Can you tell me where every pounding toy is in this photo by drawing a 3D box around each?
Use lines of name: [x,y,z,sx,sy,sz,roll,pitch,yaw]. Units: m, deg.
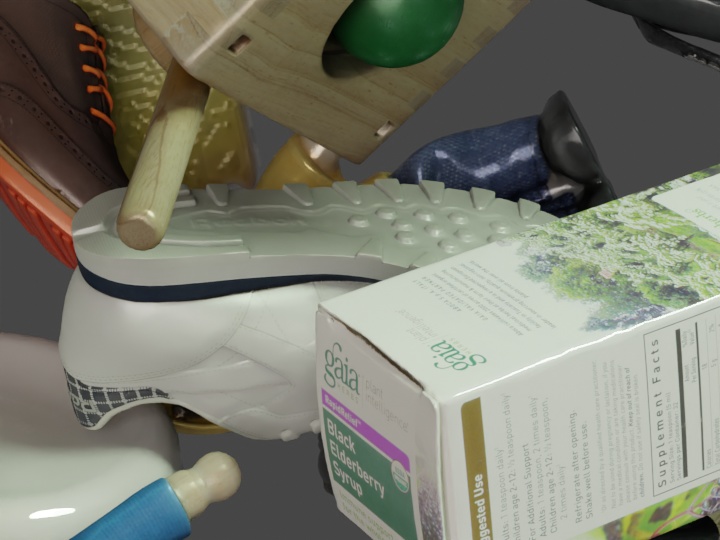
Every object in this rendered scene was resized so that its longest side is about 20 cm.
pounding toy: [-0.045,-0.111,0.847,0.142,0.184,0.200,-43,70,10]

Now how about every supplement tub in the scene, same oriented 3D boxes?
supplement tub: [-0.144,0.139,0.913,0.145,0.145,0.200,11,116,6]

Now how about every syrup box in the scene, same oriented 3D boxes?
syrup box: [0.091,0.030,0.814,0.200,0.079,0.082,-20,119,-23]

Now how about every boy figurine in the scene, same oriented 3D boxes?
boy figurine: [0.000,0.000,0.941,0.200,0.064,0.125,-23,95,7]

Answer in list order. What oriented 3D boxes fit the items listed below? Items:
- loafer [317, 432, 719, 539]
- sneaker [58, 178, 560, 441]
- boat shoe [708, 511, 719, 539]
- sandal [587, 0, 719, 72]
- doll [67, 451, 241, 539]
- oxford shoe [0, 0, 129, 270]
loafer: [0.044,0.101,0.890,0.073,0.200,0.072,2,100,-31]
sneaker: [-0.004,0.018,0.874,0.199,0.076,0.081,3,114,-8]
boat shoe: [0.167,0.046,0.924,0.200,0.073,0.065,-38,128,-3]
sandal: [0.154,-0.086,0.910,0.200,0.076,0.043,19,124,6]
doll: [-0.064,0.123,0.831,0.200,0.048,0.137,12,109,-34]
oxford shoe: [-0.117,-0.063,0.931,0.073,0.071,0.200,-41,74,-10]
